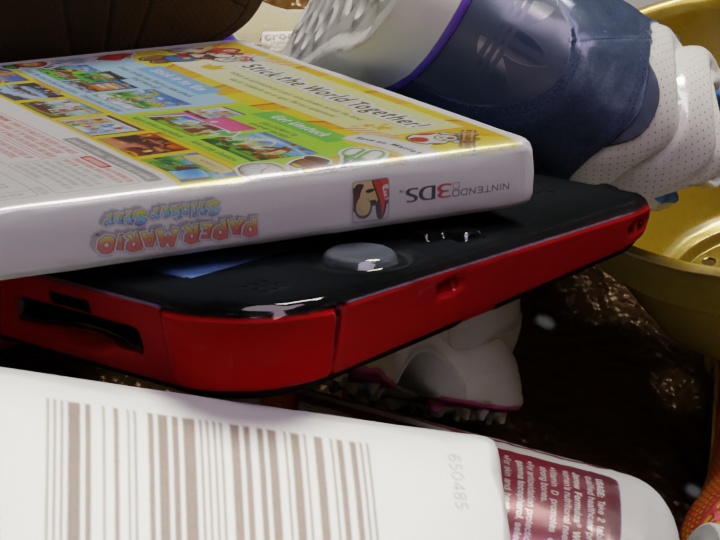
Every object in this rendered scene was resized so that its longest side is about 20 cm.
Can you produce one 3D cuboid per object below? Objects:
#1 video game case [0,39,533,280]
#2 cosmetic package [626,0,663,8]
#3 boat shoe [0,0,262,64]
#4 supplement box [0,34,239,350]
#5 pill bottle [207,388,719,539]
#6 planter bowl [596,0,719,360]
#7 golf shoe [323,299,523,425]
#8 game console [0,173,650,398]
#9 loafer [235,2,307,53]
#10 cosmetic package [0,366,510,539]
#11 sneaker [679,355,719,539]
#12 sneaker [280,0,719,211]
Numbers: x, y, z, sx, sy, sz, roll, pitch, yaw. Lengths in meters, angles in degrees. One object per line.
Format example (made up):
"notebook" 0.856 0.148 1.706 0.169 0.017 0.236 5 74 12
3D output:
"video game case" -0.075 -0.037 0.779 0.181 0.023 0.200 -8 16 -26
"cosmetic package" 0.094 -0.095 1.088 0.199 0.091 0.107 -28 58 -36
"boat shoe" -0.129 -0.109 0.871 0.198 0.074 0.063 -1 47 -20
"supplement box" -0.144 -0.037 0.920 0.199 0.102 0.103 -19 54 -36
"pill bottle" 0.036 0.109 0.837 0.199 0.110 0.110 15 42 -6
"planter bowl" 0.157 -0.021 0.959 0.199 0.084 0.201 -4 34 3
"golf shoe" 0.000 0.000 0.890 0.075 0.092 0.200 10 -3 26
"game console" -0.040 -0.015 0.778 0.199 0.031 0.176 14 26 41
"loafer" -0.020 -0.065 1.018 0.199 0.076 0.068 30 48 11
"cosmetic package" -0.061 0.156 0.681 0.164 0.201 0.166 8 43 -13
"sneaker" 0.156 0.061 0.979 0.077 0.073 0.200 13 33 24
"sneaker" 0.056 -0.063 0.911 0.146 0.081 0.200 29 -2 -13
